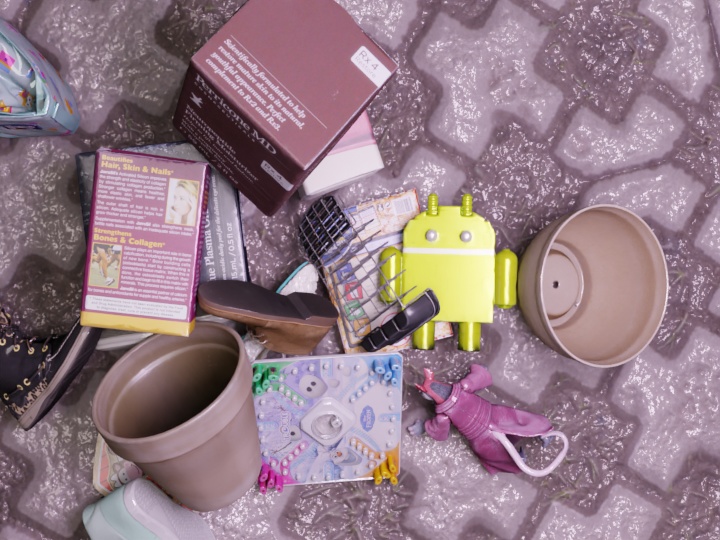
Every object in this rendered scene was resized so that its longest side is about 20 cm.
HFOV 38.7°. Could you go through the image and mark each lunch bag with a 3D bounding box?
[{"bbox_3d":[-0.445,-0.237,1.263,0.199,0.170,0.123,36,86,-2],"label":"lunch bag"}]

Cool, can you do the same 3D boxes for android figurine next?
[{"bbox_3d":[0.114,0.002,1.328,0.178,0.041,0.205,3,92,5],"label":"android figurine"}]

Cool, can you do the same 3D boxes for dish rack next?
[{"bbox_3d":[0.000,0.000,1.277,0.054,0.153,0.202,-30,85,-32],"label":"dish rack"}]

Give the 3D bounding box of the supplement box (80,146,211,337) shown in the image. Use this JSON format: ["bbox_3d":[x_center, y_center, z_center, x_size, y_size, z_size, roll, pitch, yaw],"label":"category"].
[{"bbox_3d":[-0.249,-0.032,1.202,0.128,0.103,0.205,7,92,-6],"label":"supplement box"}]

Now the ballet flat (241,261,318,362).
[{"bbox_3d":[-0.111,0.083,1.349,0.072,0.072,0.200,41,95,-4],"label":"ballet flat"}]

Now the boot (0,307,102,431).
[{"bbox_3d":[-0.424,0.091,1.297,0.150,0.073,0.201,40,119,0],"label":"boot"}]

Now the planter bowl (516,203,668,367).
[{"bbox_3d":[0.281,0.020,1.340,0.196,0.134,0.205,0,89,-24],"label":"planter bowl"}]

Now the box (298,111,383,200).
[{"bbox_3d":[-0.055,-0.205,1.322,0.107,0.128,0.204,-19,93,-6],"label":"box"}]

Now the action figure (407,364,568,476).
[{"bbox_3d":[0.149,0.202,1.344,0.198,0.149,0.135,34,94,-19],"label":"action figure"}]

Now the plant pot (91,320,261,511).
[{"bbox_3d":[-0.203,0.192,1.259,0.197,0.201,0.176,-25,125,-4],"label":"plant pot"}]

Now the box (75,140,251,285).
[{"bbox_3d":[-0.247,-0.057,1.313,0.196,0.117,0.201,-7,91,-4],"label":"box"}]

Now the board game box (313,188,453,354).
[{"bbox_3d":[0.026,0.008,1.373,0.148,0.046,0.204,-15,92,-5],"label":"board game box"}]

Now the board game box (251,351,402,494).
[{"bbox_3d":[-0.042,0.202,1.333,0.195,0.026,0.204,-3,120,-6],"label":"board game box"}]

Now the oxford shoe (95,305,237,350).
[{"bbox_3d":[-0.253,0.085,1.340,0.196,0.075,0.059,-10,113,-5],"label":"oxford shoe"}]

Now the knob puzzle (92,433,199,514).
[{"bbox_3d":[-0.264,0.240,1.357,0.215,0.030,0.225,0,91,-5],"label":"knob puzzle"}]

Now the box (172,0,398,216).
[{"bbox_3d":[-0.091,-0.194,1.139,0.166,0.200,0.165,43,71,-4],"label":"box"}]

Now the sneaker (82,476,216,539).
[{"bbox_3d":[-0.273,0.353,1.341,0.117,0.074,0.201,-23,121,25],"label":"sneaker"}]

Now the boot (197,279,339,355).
[{"bbox_3d":[-0.119,0.063,1.253,0.197,0.074,0.076,14,118,-39],"label":"boot"}]
